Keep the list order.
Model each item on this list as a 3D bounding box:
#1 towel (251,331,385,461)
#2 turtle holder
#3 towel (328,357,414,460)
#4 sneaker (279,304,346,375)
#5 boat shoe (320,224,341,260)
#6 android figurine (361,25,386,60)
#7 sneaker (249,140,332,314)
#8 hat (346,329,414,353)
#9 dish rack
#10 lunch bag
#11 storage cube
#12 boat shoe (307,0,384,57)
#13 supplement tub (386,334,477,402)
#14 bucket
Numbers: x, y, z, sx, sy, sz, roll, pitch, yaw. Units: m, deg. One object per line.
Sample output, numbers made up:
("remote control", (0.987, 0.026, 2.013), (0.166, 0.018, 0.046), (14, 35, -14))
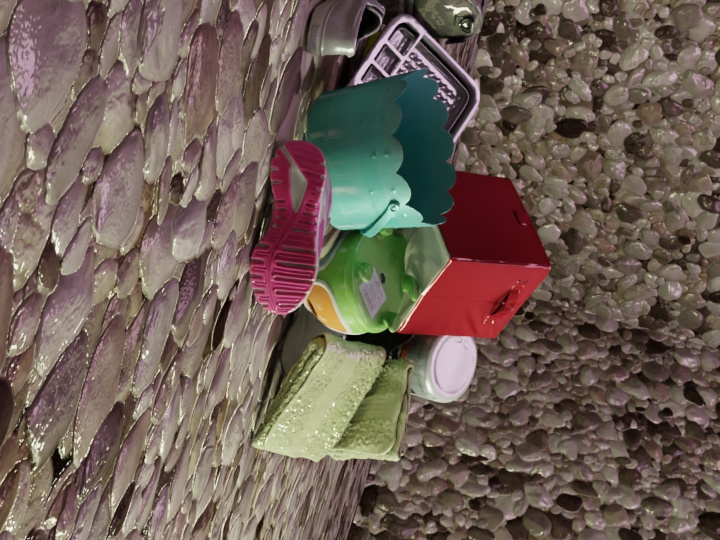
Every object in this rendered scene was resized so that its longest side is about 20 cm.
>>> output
("towel", (-0.055, 0.181, 1.609), (0.147, 0.036, 0.202), (16, 111, -45))
("turtle holder", (-0.006, -0.002, 1.553), (0.141, 0.130, 0.188), (42, 50, -47))
("towel", (0.011, 0.203, 1.679), (0.199, 0.036, 0.151), (-13, -116, 58))
("sneaker", (-0.053, 0.058, 1.645), (0.074, 0.086, 0.204), (0, 103, -80))
("boat shoe", (-0.038, -0.099, 1.516), (0.204, 0.073, 0.076), (-67, 163, -46))
("android figurine", (0.025, -0.287, 1.747), (0.200, 0.040, 0.185), (70, 36, -80))
("sneaker", (-0.071, -0.049, 1.322), (0.088, 0.080, 0.203), (-35, 140, -76))
("hat", (0.017, 0.043, 1.723), (0.201, 0.197, 0.082), (-65, 141, -54))
("dish rack", (0.064, -0.243, 1.620), (0.173, 0.199, 0.043), (-56, -147, -6))
("lunch bag", (0.113, -0.430, 1.623), (0.140, 0.165, 0.202), (93, 15, -58))
("storage cube", (0.136, -0.023, 1.652), (0.172, 0.177, 0.202), (-55, -138, 40))
("boat shoe", (-0.007, -0.301, 1.355), (0.200, 0.067, 0.073), (-60, 163, -64))
("supplement tub", (0.072, 0.124, 1.765), (0.121, 0.198, 0.125), (-10, 104, -43))
("bucket", (0.028, -0.145, 1.440), (0.207, 0.133, 0.211), (-5, 90, -66))
